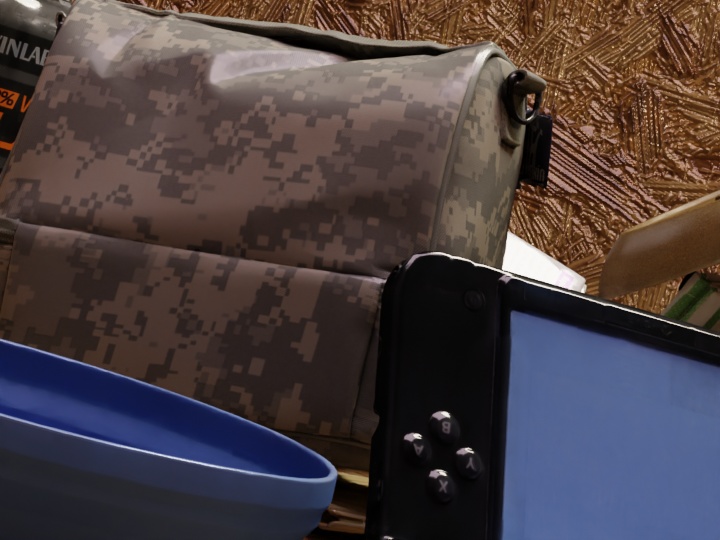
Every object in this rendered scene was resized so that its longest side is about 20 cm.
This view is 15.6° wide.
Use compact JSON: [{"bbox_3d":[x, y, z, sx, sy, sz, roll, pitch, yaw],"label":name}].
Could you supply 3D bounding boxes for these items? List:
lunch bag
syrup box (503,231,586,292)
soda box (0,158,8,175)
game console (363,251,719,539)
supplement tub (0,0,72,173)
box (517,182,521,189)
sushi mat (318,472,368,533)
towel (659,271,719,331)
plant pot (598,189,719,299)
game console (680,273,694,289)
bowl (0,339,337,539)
[{"bbox_3d":[-0.038,-0.015,1.015,0.199,0.169,0.139,9,-4,16],"label":"lunch bag"},{"bbox_3d":[0.000,0.000,1.260,0.200,0.079,0.081,32,36,2],"label":"syrup box"},{"bbox_3d":[-0.092,0.012,1.308,0.199,0.068,0.064,15,39,-20],"label":"soda box"},{"bbox_3d":[0.113,0.080,0.843,0.199,0.177,0.116,16,-26,-25],"label":"game console"},{"bbox_3d":[-0.234,-0.097,1.532,0.122,0.201,0.123,16,2,-1],"label":"supplement tub"},{"bbox_3d":[-0.012,-0.054,1.457,0.199,0.040,0.137,-12,-9,4],"label":"box"},{"bbox_3d":[0.021,0.095,1.027,0.095,0.012,0.200,16,1,42],"label":"sushi mat"},{"bbox_3d":[0.185,0.072,1.257,0.199,0.153,0.023,13,34,-41],"label":"towel"},{"bbox_3d":[0.200,-0.035,1.229,0.199,0.028,0.200,-22,1,0],"label":"plant pot"},{"bbox_3d":[0.257,0.062,1.330,0.199,0.177,0.116,16,2,-40],"label":"game console"},{"bbox_3d":[-0.107,0.051,0.804,0.200,0.040,0.201,17,2,-1],"label":"bowl"}]
